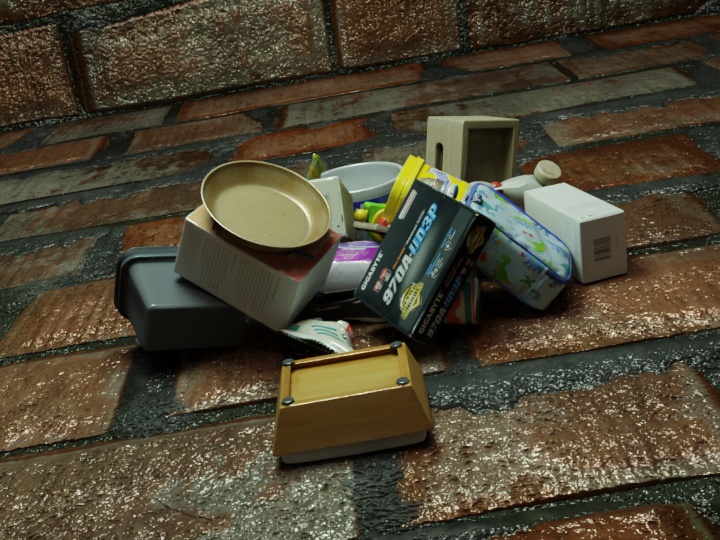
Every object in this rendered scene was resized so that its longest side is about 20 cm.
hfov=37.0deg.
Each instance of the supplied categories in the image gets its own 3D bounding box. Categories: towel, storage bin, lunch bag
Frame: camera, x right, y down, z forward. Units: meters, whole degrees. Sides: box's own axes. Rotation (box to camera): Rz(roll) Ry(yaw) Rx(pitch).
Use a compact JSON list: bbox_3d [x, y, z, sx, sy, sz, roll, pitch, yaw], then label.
[{"bbox_3d":[-0.111,-0.107,1.931,0.018,0.202,0.086,19,-9,8],"label":"towel"},{"bbox_3d":[-0.271,0.059,1.661,0.197,0.147,0.135,-1,33,-23],"label":"storage bin"},{"bbox_3d":[0.227,-0.042,1.631,0.199,0.083,0.161,37,24,0],"label":"lunch bag"}]

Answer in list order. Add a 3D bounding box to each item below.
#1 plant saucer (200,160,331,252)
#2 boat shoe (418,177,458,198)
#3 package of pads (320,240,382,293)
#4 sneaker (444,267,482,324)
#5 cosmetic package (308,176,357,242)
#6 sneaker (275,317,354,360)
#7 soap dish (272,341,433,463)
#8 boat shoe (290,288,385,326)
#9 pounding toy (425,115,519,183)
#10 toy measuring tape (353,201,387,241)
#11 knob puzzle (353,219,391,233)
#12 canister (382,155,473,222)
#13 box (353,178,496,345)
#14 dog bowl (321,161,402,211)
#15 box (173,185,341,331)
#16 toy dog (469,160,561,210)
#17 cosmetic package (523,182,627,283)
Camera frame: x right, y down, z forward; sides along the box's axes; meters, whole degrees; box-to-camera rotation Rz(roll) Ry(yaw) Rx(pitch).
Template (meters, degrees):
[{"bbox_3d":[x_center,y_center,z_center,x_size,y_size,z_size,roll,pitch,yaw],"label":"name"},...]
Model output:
[{"bbox_3d":[-0.141,-0.088,1.592,0.197,0.036,0.202,13,39,-10],"label":"plant saucer"},{"bbox_3d":[0.087,-0.047,1.663,0.072,0.202,0.072,20,-5,12],"label":"boat shoe"},{"bbox_3d":[0.000,0.000,1.772,0.197,0.077,0.120,0,18,22],"label":"package of pads"},{"bbox_3d":[0.134,0.023,1.638,0.092,0.071,0.200,-4,24,3],"label":"sneaker"},{"bbox_3d":[-0.054,-0.096,1.903,0.072,0.105,0.200,-8,-7,5],"label":"cosmetic package"},{"bbox_3d":[-0.035,0.104,1.522,0.093,0.071,0.199,-29,25,-29],"label":"sneaker"},{"bbox_3d":[-0.015,0.162,1.351,0.197,0.082,0.158,-10,21,2],"label":"soap dish"},{"bbox_3d":[-0.038,0.048,1.689,0.197,0.058,0.067,-4,22,15],"label":"boat shoe"},{"bbox_3d":[0.191,-0.196,2.089,0.182,0.203,0.141,-7,15,-38],"label":"pounding toy"},{"bbox_3d":[0.076,-0.082,2.005,0.197,0.075,0.073,7,13,-26],"label":"toy measuring tape"},{"bbox_3d":[0.082,-0.068,1.864,0.216,0.031,0.220,12,0,0],"label":"knob puzzle"},{"bbox_3d":[0.149,-0.101,1.785,0.198,0.087,0.149,24,27,2],"label":"canister"},{"bbox_3d":[0.090,-0.015,1.559,0.046,0.202,0.159,24,7,-39],"label":"box"},{"bbox_3d":[-0.002,-0.152,2.166,0.197,0.080,0.201,-9,21,3],"label":"dog bowl"},{"bbox_3d":[-0.155,-0.026,1.629,0.198,0.107,0.152,28,38,9],"label":"box"},{"bbox_3d":[0.288,-0.126,1.951,0.198,0.133,0.097,-23,55,-14],"label":"toy dog"},{"bbox_3d":[0.345,-0.064,1.745,0.084,0.109,0.200,-13,22,-13],"label":"cosmetic package"}]
